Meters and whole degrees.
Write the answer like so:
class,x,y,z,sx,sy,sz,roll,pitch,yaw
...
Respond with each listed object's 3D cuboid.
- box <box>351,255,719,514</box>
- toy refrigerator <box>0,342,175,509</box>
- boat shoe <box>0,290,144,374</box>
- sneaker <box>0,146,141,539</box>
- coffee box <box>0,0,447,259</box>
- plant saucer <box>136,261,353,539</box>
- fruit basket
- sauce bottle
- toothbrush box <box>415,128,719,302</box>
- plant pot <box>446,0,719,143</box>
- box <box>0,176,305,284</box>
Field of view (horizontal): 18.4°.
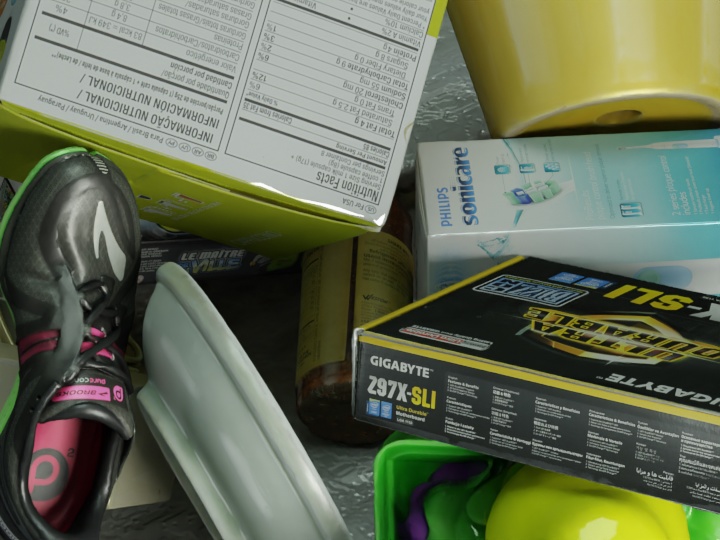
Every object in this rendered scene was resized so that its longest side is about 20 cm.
class,x,y,z,sx,sy,sz,roll,pitch,yaw
box,0.121,0.048,1.019,0.200,0.049,0.160,13,18,31
toy refrigerator,-0.197,0.073,1.154,0.200,0.070,0.076,12,2,19
boat shoe,-0.170,0.031,1.224,0.073,0.063,0.201,-21,53,-21
sneaker,-0.130,0.042,1.041,0.077,0.200,0.084,1,7,-33
coffee box,-0.083,-0.130,1.144,0.200,0.200,0.198,18,80,-16
plant saucer,-0.060,0.093,1.062,0.050,0.200,0.200,-31,47,-9
fruit basket,0.106,0.132,1.040,0.216,0.156,0.216,-1,33,0
sauce bottle,0.000,0.000,1.242,0.066,0.066,0.200,2,53,4
toothbrush box,0.130,0.007,1.194,0.200,0.146,0.085,-1,39,-2
plant pot,0.126,-0.164,1.219,0.201,0.201,0.189,-6,76,-6
box,-0.114,-0.043,1.276,0.200,0.035,0.110,-4,47,-36
